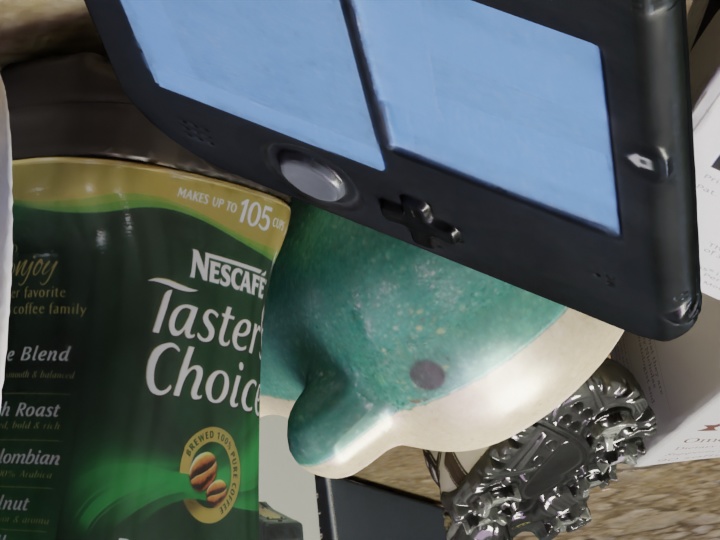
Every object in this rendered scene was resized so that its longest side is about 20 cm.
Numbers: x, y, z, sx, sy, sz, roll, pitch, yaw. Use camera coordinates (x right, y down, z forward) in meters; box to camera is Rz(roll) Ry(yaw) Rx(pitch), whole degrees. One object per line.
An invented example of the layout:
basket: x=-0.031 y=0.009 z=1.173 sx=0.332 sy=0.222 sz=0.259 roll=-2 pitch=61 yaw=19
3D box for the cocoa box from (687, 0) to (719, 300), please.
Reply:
cocoa box: x=0.187 y=-0.044 z=0.653 sx=0.199 sy=0.132 sz=0.133 roll=23 pitch=159 yaw=-1

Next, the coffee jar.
coffee jar: x=-0.077 y=0.035 z=0.790 sx=0.085 sy=0.201 sz=0.104 roll=-4 pitch=169 yaw=42

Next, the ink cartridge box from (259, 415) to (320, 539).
ink cartridge box: x=-0.094 y=0.174 z=1.199 sx=0.145 sy=0.201 sz=0.083 roll=-22 pitch=154 yaw=36

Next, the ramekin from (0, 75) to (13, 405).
ramekin: x=-0.170 y=0.029 z=0.746 sx=0.097 sy=0.202 sz=0.200 roll=7 pitch=158 yaw=-17

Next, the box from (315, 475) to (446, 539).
box: x=-0.060 y=0.198 z=1.435 sx=0.199 sy=0.108 sz=0.148 roll=-16 pitch=160 yaw=26

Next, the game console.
game console: x=0.001 y=-0.060 z=0.615 sx=0.176 sy=0.031 sz=0.200 roll=27 pitch=160 yaw=21

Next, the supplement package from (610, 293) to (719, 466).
supplement package: x=0.168 y=-0.015 z=0.868 sx=0.116 sy=0.118 sz=0.200 roll=-2 pitch=161 yaw=-14

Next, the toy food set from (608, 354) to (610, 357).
toy food set: x=0.052 y=0.040 z=1.077 sx=0.199 sy=0.061 sz=0.144 roll=-5 pitch=162 yaw=-10

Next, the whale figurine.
whale figurine: x=0.000 y=0.000 z=0.853 sx=0.199 sy=0.159 sz=0.104 roll=-17 pitch=122 yaw=36

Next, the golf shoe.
golf shoe: x=0.052 y=0.049 z=0.930 sx=0.077 sy=0.095 sz=0.200 roll=-15 pitch=165 yaw=-12
